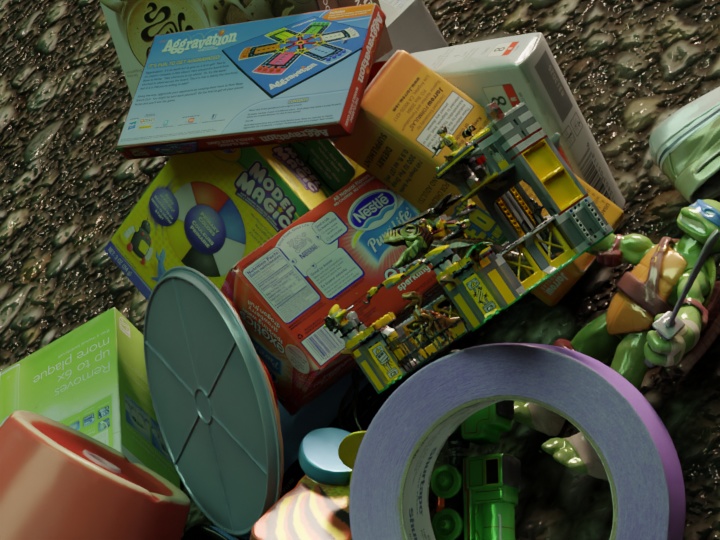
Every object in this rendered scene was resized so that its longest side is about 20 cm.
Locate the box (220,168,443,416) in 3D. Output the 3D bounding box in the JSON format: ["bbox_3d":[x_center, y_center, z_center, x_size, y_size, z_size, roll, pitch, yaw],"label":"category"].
[{"bbox_3d":[0.000,0.000,1.484,0.200,0.100,0.096,-37,-10,-27],"label":"box"}]

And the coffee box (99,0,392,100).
[{"bbox_3d":[-0.090,-0.194,1.552,0.200,0.113,0.080,-4,22,34],"label":"coffee box"}]

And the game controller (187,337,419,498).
[{"bbox_3d":[-0.043,0.110,1.532,0.200,0.042,0.104,-47,37,-7],"label":"game controller"}]

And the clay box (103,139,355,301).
[{"bbox_3d":[-0.099,-0.044,1.538,0.048,0.115,0.200,-27,-20,-53],"label":"clay box"}]

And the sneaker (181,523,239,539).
[{"bbox_3d":[-0.086,0.247,1.393,0.079,0.089,0.200,-39,37,4],"label":"sneaker"}]

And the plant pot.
[{"bbox_3d":[-0.220,0.207,1.427,0.200,0.200,0.178,26,88,51],"label":"plant pot"}]

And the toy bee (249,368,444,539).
[{"bbox_3d":[0.007,0.146,1.397,0.108,0.131,0.200,19,59,13],"label":"toy bee"}]

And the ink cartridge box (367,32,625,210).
[{"bbox_3d":[0.077,-0.089,1.524,0.200,0.162,0.050,-7,36,36],"label":"ink cartridge box"}]

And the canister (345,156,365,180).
[{"bbox_3d":[-0.061,-0.042,1.666,0.148,0.087,0.200,-10,48,32],"label":"canister"}]

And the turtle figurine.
[{"bbox_3d":[0.154,0.025,1.339,0.144,0.200,0.194,32,100,20],"label":"turtle figurine"}]

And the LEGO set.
[{"bbox_3d":[0.051,-0.020,1.283,0.154,0.116,0.200,-34,-3,-25],"label":"LEGO set"}]

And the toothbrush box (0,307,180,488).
[{"bbox_3d":[-0.225,0.149,1.617,0.145,0.086,0.200,-29,40,16],"label":"toothbrush box"}]

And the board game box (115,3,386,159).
[{"bbox_3d":[-0.080,-0.134,1.465,0.200,0.019,0.103,-3,59,34],"label":"board game box"}]

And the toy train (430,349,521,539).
[{"bbox_3d":[0.077,0.148,1.338,0.056,0.042,0.201,-9,73,26],"label":"toy train"}]

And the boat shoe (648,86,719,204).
[{"bbox_3d":[0.301,-0.117,1.451,0.200,0.072,0.062,-35,62,14],"label":"boat shoe"}]

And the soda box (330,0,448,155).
[{"bbox_3d":[-0.026,-0.139,1.611,0.200,0.068,0.063,-45,45,-12],"label":"soda box"}]

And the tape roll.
[{"bbox_3d":[0.097,0.145,1.261,0.200,0.066,0.201,-1,88,17],"label":"tape roll"}]

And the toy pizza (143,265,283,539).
[{"bbox_3d":[-0.099,0.092,1.457,0.032,0.201,0.200,-15,27,-28],"label":"toy pizza"}]

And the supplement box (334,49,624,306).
[{"bbox_3d":[0.083,-0.064,1.446,0.069,0.200,0.067,-55,-2,-29],"label":"supplement box"}]
